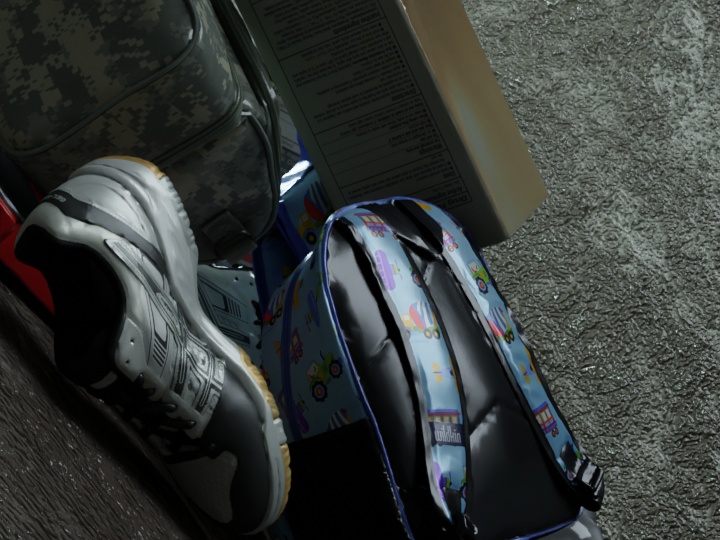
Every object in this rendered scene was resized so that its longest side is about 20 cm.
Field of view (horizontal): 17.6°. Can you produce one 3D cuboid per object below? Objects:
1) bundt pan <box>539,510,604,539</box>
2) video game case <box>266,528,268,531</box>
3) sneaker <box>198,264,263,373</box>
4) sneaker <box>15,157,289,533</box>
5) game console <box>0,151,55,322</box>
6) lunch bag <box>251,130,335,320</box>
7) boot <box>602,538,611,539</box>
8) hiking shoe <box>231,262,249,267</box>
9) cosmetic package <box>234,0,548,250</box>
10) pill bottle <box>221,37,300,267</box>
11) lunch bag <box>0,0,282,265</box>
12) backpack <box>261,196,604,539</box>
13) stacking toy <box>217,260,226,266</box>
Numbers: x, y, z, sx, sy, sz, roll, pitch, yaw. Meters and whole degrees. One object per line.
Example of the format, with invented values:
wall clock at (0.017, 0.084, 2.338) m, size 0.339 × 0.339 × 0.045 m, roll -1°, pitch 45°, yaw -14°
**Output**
bundt pan at (0.129, 0.221, 1.597) m, size 0.202 × 0.075 × 0.204 m, roll 168°, pitch -90°, yaw -82°
video game case at (-0.098, 0.064, 1.306) m, size 0.201 × 0.017 × 0.143 m, roll 55°, pitch -1°, yaw -33°
sneaker at (-0.081, 0.043, 1.467) m, size 0.200 × 0.087 × 0.076 m, roll 52°, pitch 2°, yaw 12°
sneaker at (-0.108, 0.049, 1.139) m, size 0.088 × 0.075 × 0.201 m, roll -35°, pitch 102°, yaw -49°
game console at (-0.189, -0.024, 1.308) m, size 0.177 × 0.031 × 0.200 m, roll 55°, pitch 0°, yaw -34°
lunch bag at (0.000, 0.000, 1.418) m, size 0.093 × 0.151 × 0.201 m, roll -3°, pitch -62°, yaw 37°
boot at (0.079, 0.196, 1.258) m, size 0.074 × 0.154 × 0.204 m, roll 51°, pitch 3°, yaw 40°
hiking shoe at (-0.002, 0.008, 1.578) m, size 0.100 × 0.076 × 0.199 m, roll 32°, pitch 13°, yaw 27°
cosmetic package at (0.017, -0.105, 1.334) m, size 0.071 × 0.105 × 0.201 m, roll -42°, pitch 111°, yaw -54°
pill bottle at (-0.047, -0.097, 1.640) m, size 0.113 × 0.201 × 0.114 m, roll 26°, pitch 8°, yaw -4°
lunch bag at (-0.129, -0.113, 1.318) m, size 0.168 × 0.139 × 0.201 m, roll 53°, pitch 8°, yaw -51°
backpack at (0.016, 0.069, 1.259) m, size 0.182 × 0.134 × 0.202 m, roll -12°, pitch 79°, yaw -54°
stacking toy at (-0.144, -0.077, 1.573) m, size 0.201 × 0.146 × 0.146 m, roll 57°, pitch 7°, yaw 33°
